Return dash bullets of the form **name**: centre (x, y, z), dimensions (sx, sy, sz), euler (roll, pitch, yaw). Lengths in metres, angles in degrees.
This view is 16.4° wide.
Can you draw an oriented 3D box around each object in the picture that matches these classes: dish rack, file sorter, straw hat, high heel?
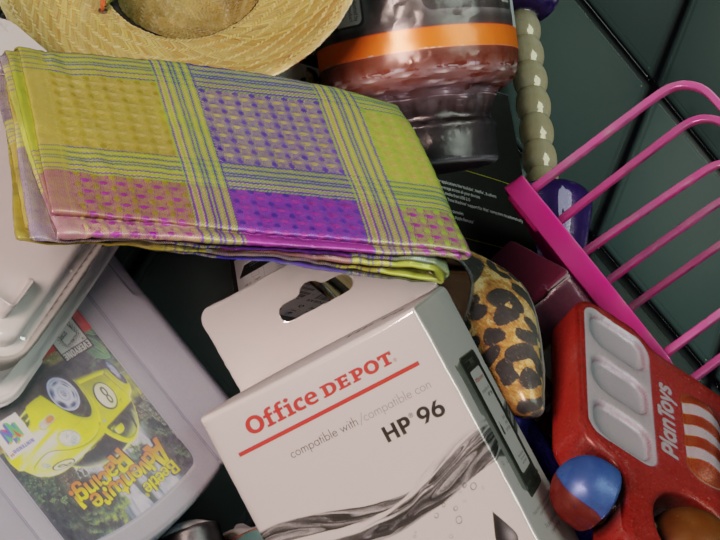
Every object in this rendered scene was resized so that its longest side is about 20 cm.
- **dish rack**: centre (-0.181, -0.049, 1.113), dimensions (0.172, 0.044, 0.200), euler (40, 37, -9)
- **file sorter**: centre (0.190, 0.008, 1.379), dimensions (0.139, 0.125, 0.200), euler (54, 0, 31)
- **straw hat**: centre (-0.087, -0.144, 1.265), dimensions (0.085, 0.200, 0.202), euler (81, 7, -60)
- **high heel**: centre (0.000, 0.000, 1.179), dimensions (0.142, 0.071, 0.200), euler (23, 17, -38)

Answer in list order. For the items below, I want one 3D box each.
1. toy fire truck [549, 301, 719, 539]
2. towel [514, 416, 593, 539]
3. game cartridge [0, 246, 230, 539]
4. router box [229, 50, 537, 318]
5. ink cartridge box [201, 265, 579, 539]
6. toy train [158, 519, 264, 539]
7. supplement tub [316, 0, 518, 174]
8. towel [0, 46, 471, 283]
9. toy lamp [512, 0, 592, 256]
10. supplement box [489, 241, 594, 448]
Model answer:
- **toy fire truck**: centre (0.155, 0.115, 1.160), dimensions (0.168, 0.112, 0.200), euler (32, 31, -15)
- **towel**: centre (0.066, 0.173, 1.218), dimensions (0.200, 0.147, 0.050), euler (54, 25, -14)
- **game cartridge**: centre (-0.138, 0.072, 1.111), dimensions (0.133, 0.041, 0.200), euler (54, 38, 0)
- **router box**: centre (0.011, -0.041, 1.354), dimensions (0.200, 0.051, 0.150), euler (13, 59, -43)
- **ink cartridge box**: centre (0.010, 0.088, 1.121), dimensions (0.200, 0.116, 0.068), euler (62, 16, -1)
- **toy train**: centre (-0.036, 0.207, 1.141), dimensions (0.114, 0.085, 0.200), euler (2, 64, -63)
- **supplement tub**: centre (0.025, -0.150, 1.293), dimensions (0.107, 0.107, 0.201), euler (-5, 87, -50)
- **towel**: centre (-0.062, -0.047, 1.107), dimensions (0.199, 0.023, 0.144), euler (4, 35, -20)
- **toy lamp**: centre (0.105, -0.086, 1.490), dimensions (0.058, 0.058, 0.200), euler (24, 53, -40)
- **supplement box**: centre (0.103, 0.106, 1.293), dimensions (0.200, 0.131, 0.103), euler (51, -4, -16)
